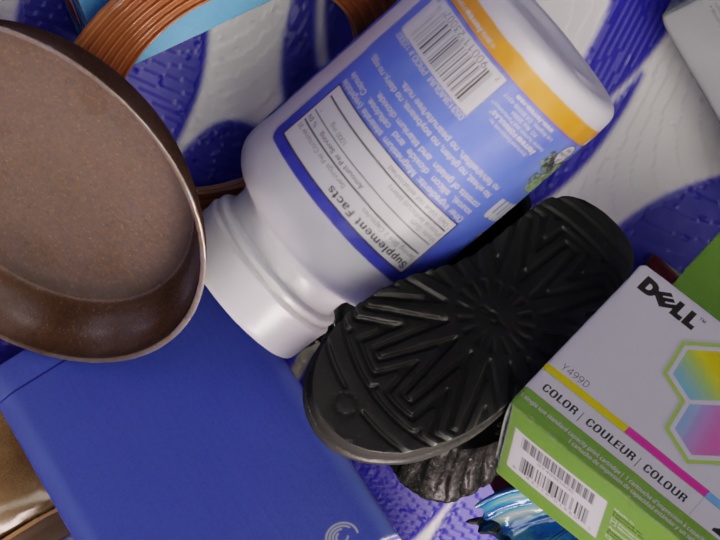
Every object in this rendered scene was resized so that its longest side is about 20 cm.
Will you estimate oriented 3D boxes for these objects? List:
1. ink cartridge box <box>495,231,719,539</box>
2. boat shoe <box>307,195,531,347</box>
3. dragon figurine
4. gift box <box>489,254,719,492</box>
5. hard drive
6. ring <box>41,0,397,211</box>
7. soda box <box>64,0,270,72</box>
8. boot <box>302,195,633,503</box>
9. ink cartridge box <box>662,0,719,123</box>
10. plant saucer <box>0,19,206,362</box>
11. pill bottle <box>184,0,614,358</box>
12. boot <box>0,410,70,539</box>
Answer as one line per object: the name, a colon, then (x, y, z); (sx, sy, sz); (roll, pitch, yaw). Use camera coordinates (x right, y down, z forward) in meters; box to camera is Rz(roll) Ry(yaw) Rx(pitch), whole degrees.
ink cartridge box: (0.182, 0.056, 1.411); (0.200, 0.148, 0.076); (-45, 163, -24)
boat shoe: (0.001, 0.001, 1.525); (0.199, 0.066, 0.075); (-29, 136, -9)
dragon figurine: (0.081, 0.137, 1.442); (0.199, 0.059, 0.100); (2, 75, -4)
gift box: (0.205, 0.112, 1.565); (0.186, 0.185, 0.200); (35, 101, -15)
hard drive: (-0.083, 0.093, 1.445); (0.132, 0.200, 0.025); (-31, 146, -5)
ring: (-0.059, -0.085, 1.459); (0.199, 0.019, 0.201); (-20, 141, -17)
soda box: (-0.051, -0.172, 1.452); (0.199, 0.064, 0.068); (-26, 115, -9)
boot: (0.036, 0.062, 1.458); (0.211, 0.080, 0.158); (-28, 163, -37)
ink cartridge box: (0.276, -0.087, 1.532); (0.173, 0.044, 0.201); (-26, 102, 28)
plant saucer: (-0.156, -0.044, 1.422); (0.201, 0.199, 0.035); (60, 41, -26)
pill bottle: (0.014, -0.052, 1.438); (0.200, 0.112, 0.112); (-41, 117, 12)
boot: (-0.215, 0.128, 1.516); (0.199, 0.074, 0.076); (-29, 91, -6)
